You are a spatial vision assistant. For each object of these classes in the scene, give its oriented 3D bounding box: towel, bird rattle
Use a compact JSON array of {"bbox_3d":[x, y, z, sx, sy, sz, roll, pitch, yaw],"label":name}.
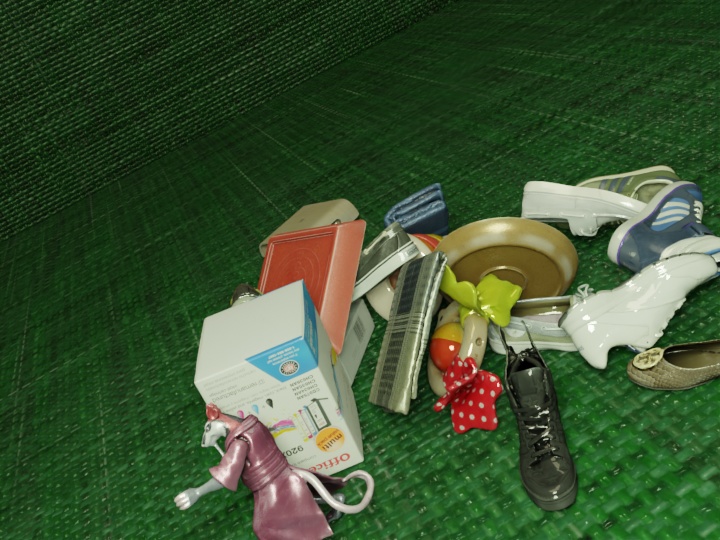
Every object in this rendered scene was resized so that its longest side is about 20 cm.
[{"bbox_3d":[0.092,-0.073,1.275,0.110,0.049,0.200,-26,-15,-1],"label":"towel"},{"bbox_3d":[0.132,0.103,0.971,0.110,0.205,0.163,8,-15,-15],"label":"bird rattle"},{"bbox_3d":[0.062,0.082,0.975,0.192,0.034,0.205,153,133,-79],"label":"towel"}]

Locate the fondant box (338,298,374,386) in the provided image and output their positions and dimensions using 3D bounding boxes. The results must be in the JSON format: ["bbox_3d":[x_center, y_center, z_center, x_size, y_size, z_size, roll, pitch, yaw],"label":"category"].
[{"bbox_3d":[-0.089,0.124,1.188,0.196,0.059,0.145,-14,28,25],"label":"fondant box"}]

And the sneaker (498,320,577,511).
[{"bbox_3d":[0.187,0.151,0.835,0.059,0.106,0.201,-16,27,15],"label":"sneaker"}]

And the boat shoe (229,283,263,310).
[{"bbox_3d":[-0.129,0.111,1.077,0.070,0.205,0.061,-18,31,-3],"label":"boat shoe"}]

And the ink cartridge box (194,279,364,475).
[{"bbox_3d":[-0.099,0.152,0.978,0.144,0.203,0.145,-21,27,5],"label":"ink cartridge box"}]

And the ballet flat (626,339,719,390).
[{"bbox_3d":[0.387,0.092,0.834,0.196,0.047,0.068,-9,29,31],"label":"ballet flat"}]

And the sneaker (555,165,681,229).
[{"bbox_3d":[0.392,-0.103,1.167,0.196,0.068,0.090,-17,21,10],"label":"sneaker"}]

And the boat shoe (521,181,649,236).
[{"bbox_3d":[0.324,-0.085,1.132,0.197,0.070,0.071,14,3,34],"label":"boat shoe"}]

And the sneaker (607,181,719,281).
[{"bbox_3d":[0.439,-0.040,1.017,0.198,0.082,0.145,-30,38,-28],"label":"sneaker"}]

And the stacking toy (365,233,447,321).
[{"bbox_3d":[0.104,-0.009,1.224,0.143,0.150,0.199,-5,14,35],"label":"stacking toy"}]

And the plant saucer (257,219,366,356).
[{"bbox_3d":[-0.090,0.023,1.130,0.197,0.036,0.204,-6,66,43],"label":"plant saucer"}]

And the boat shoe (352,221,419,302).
[{"bbox_3d":[0.000,0.000,1.135,0.199,0.064,0.070,-37,-4,30],"label":"boat shoe"}]

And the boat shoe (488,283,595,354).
[{"bbox_3d":[0.254,0.059,0.993,0.198,0.066,0.075,-10,29,28],"label":"boat shoe"}]

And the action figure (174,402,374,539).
[{"bbox_3d":[-0.104,0.223,0.846,0.148,0.202,0.134,-32,8,24],"label":"action figure"}]

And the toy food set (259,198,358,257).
[{"bbox_3d":[-0.109,-0.077,1.595,0.198,0.061,0.143,-5,32,51],"label":"toy food set"}]

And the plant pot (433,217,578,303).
[{"bbox_3d":[0.188,0.007,1.014,0.196,0.201,0.028,-13,47,23],"label":"plant pot"}]

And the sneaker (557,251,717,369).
[{"bbox_3d":[0.336,0.046,0.913,0.197,0.088,0.075,-29,-15,4],"label":"sneaker"}]
